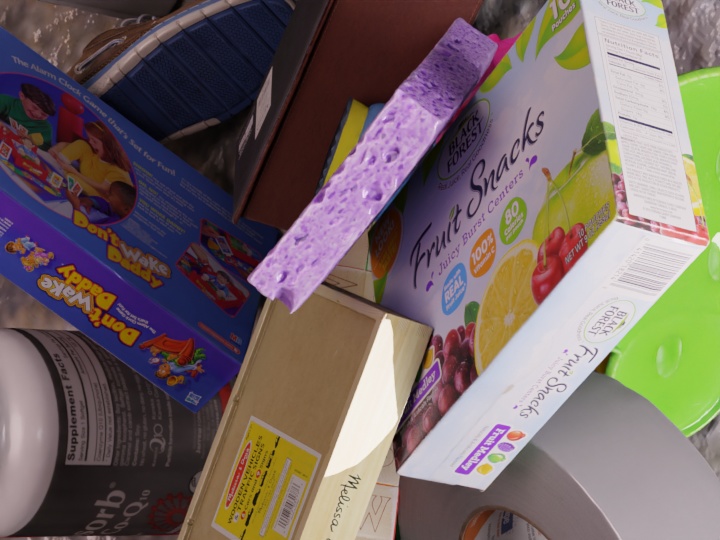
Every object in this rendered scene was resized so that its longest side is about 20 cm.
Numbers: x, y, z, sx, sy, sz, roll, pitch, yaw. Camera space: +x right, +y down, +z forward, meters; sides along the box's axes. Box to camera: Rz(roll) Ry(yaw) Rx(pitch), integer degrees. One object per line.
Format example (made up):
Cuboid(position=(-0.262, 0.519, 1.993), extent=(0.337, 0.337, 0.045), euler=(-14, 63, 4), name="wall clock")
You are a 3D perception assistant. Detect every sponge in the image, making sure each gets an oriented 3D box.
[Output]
Cuboid(position=(0.010, -0.052, 1.347), extent=(0.030, 0.200, 0.112), euler=(38, 107, 0), name="sponge")

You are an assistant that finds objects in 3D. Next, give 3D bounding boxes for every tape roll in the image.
Cuboid(position=(0.105, 0.148, 1.396), extent=(0.200, 0.066, 0.200), euler=(35, 139, 39), name="tape roll")

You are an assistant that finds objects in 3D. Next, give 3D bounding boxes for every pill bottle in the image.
Cuboid(position=(-0.171, 0.090, 1.607), extent=(0.116, 0.200, 0.116), euler=(-5, 84, 49), name="pill bottle")

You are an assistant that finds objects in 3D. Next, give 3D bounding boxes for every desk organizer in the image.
Cuboid(position=(-0.001, -0.110, 1.560), extent=(0.072, 0.077, 0.200), euler=(-90, 20, -51), name="desk organizer")

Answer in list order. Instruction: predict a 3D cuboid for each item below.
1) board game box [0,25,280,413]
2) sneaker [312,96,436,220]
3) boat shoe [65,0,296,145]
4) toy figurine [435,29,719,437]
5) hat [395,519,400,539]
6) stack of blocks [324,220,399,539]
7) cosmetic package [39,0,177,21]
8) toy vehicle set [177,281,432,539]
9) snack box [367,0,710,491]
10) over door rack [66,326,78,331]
Cuboid(position=(-0.143, -0.029, 1.575), extent=(0.045, 0.200, 0.135), euler=(-44, 17, 30), name="board game box")
Cuboid(position=(0.000, 0.000, 1.559), extent=(0.066, 0.078, 0.200), euler=(-78, 8, -54), name="sneaker")
Cuboid(position=(-0.126, -0.112, 1.660), extent=(0.200, 0.072, 0.072), euler=(-31, 36, 9), name="boat shoe")
Cuboid(position=(0.112, -0.040, 1.449), extent=(0.184, 0.150, 0.200), euler=(40, 138, 50), name="toy figurine")
Cuboid(position=(-0.063, 0.176, 1.525), extent=(0.200, 0.176, 0.166), euler=(14, 97, 41), name="hat")
Cuboid(position=(-0.011, 0.087, 1.460), extent=(0.115, 0.059, 0.200), euler=(105, 173, -63), name="stack of blocks")
Cuboid(position=(-0.162, -0.276, 1.659), extent=(0.165, 0.165, 0.200), euler=(49, 117, 33), name="cosmetic package")
Cuboid(position=(-0.038, 0.104, 1.349), extent=(0.124, 0.026, 0.200), euler=(25, 94, 64), name="toy vehicle set")
Cuboid(position=(0.074, -0.015, 1.294), extent=(0.200, 0.053, 0.142), euler=(-52, 33, 43), name="snack box")
Cuboid(position=(-0.197, 0.019, 1.733), extent=(0.148, 0.067, 0.200), euler=(49, 117, 34), name="over door rack")
